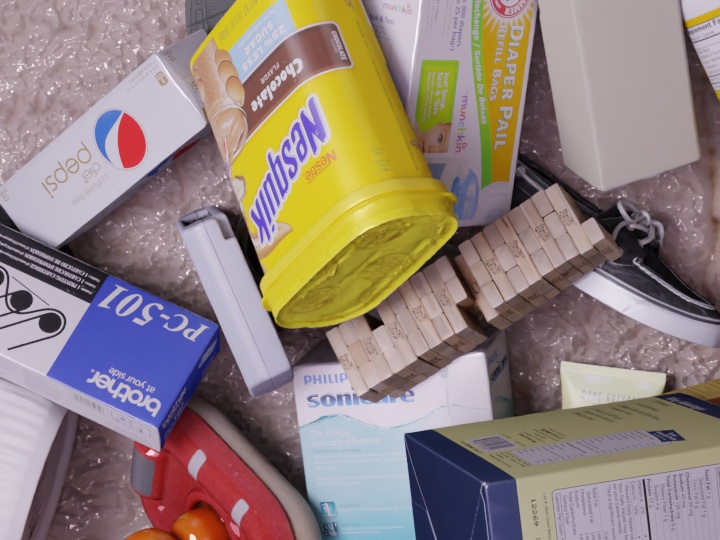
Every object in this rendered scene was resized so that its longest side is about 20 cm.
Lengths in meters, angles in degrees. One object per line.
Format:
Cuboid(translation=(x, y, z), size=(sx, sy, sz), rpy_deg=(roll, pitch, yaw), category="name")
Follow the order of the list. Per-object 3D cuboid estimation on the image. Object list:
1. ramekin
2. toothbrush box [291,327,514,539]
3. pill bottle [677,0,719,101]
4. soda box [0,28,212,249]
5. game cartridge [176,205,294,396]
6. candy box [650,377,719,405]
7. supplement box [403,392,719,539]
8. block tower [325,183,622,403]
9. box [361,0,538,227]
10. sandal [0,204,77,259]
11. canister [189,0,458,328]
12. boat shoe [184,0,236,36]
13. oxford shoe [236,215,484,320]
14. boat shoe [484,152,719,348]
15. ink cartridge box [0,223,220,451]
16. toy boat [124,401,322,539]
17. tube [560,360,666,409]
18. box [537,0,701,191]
Cuboid(translation=(-0.284, 0.157, 1.497), size=(0.105, 0.200, 0.200), rpy_deg=(16, 106, 0), category="ramekin")
Cuboid(translation=(0.040, 0.150, 1.469), size=(0.146, 0.085, 0.200), rpy_deg=(-6, 101, 15), category="toothbrush box")
Cuboid(translation=(0.276, -0.156, 1.335), size=(0.104, 0.104, 0.200), rpy_deg=(-24, 95, 17), category="pill bottle")
Cuboid(translation=(-0.174, -0.090, 1.451), size=(0.200, 0.068, 0.064), rpy_deg=(-36, 92, 35), category="soda box")
Cuboid(translation=(-0.088, 0.022, 1.415), size=(0.040, 0.200, 0.133), rpy_deg=(-27, 96, -4), category="game cartridge")
Cuboid(translation=(0.192, 0.156, 1.407), size=(0.200, 0.056, 0.117), rpy_deg=(-14, 99, -10), category="candy box")
Cuboid(translation=(0.152, 0.167, 1.267), size=(0.200, 0.200, 0.134), rpy_deg=(-7, 96, -12), category="supplement box")
Cuboid(translation=(0.077, 0.015, 1.372), size=(0.200, 0.054, 0.058), rpy_deg=(-32, 70, 12), category="block tower")
Cuboid(translation=(0.043, -0.137, 1.375), size=(0.101, 0.112, 0.200), rpy_deg=(23, 111, 48), category="box")
Cuboid(translation=(-0.231, 0.024, 1.518), size=(0.200, 0.075, 0.045), rpy_deg=(43, 145, 8), category="sandal")
Cuboid(translation=(-0.030, -0.084, 1.314), size=(0.149, 0.086, 0.200), rpy_deg=(-44, 59, 44), category="canister")
Cuboid(translation=(-0.062, -0.138, 1.450), size=(0.074, 0.065, 0.202), rpy_deg=(-28, 89, 37), category="boat shoe")
Cuboid(translation=(0.000, 0.000, 1.462), size=(0.200, 0.058, 0.075), rpy_deg=(17, 103, 8), category="oxford shoe")
Cuboid(translation=(0.177, -0.018, 1.408), size=(0.199, 0.074, 0.068), rpy_deg=(33, 103, 21), category="boat shoe")
Cuboid(translation=(-0.210, 0.044, 1.442), size=(0.200, 0.044, 0.094), rpy_deg=(24, 63, 9), category="ink cartridge box")
Cuboid(translation=(-0.119, 0.198, 1.458), size=(0.200, 0.131, 0.131), rpy_deg=(43, 141, 30), category="toy boat")
Cuboid(translation=(0.173, 0.167, 1.462), size=(0.058, 0.052, 0.200), rpy_deg=(1, 100, -28), category="tube")
Cuboid(translation=(0.168, -0.162, 1.342), size=(0.082, 0.068, 0.200), rpy_deg=(-17, 115, -14), category="box")
